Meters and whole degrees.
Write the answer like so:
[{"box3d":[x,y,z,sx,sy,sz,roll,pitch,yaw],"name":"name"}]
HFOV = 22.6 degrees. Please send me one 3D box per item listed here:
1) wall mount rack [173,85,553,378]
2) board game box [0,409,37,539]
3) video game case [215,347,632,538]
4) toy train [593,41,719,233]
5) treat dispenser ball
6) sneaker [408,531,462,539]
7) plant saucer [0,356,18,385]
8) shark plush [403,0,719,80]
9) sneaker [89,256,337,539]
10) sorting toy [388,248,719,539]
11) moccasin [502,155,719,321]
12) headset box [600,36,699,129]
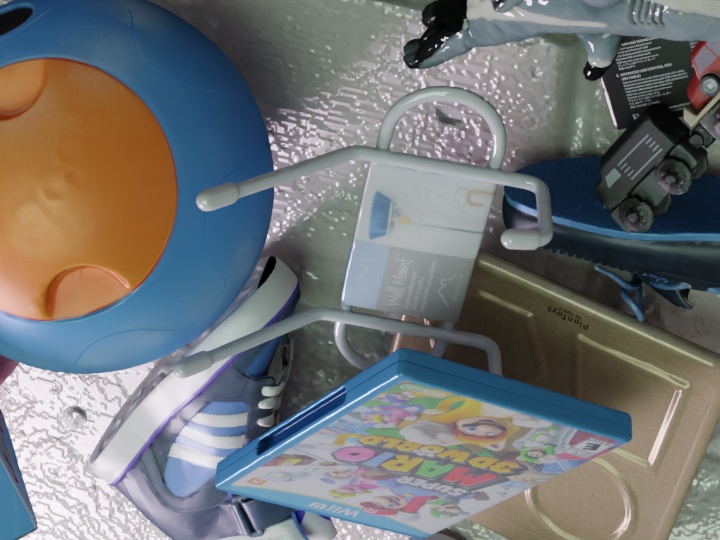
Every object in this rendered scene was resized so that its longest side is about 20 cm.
[{"box3d":[0.000,0.000,0.915,0.173,0.075,0.201,9,131,-5],"name":"wall mount rack"},{"box3d":[-0.254,0.038,0.987,0.056,0.196,0.201,-27,109,-9],"name":"board game box"},{"box3d":[0.029,0.098,0.972,0.143,0.018,0.200,17,150,-26],"name":"video game case"},{"box3d":[0.173,-0.093,0.818,0.046,0.034,0.200,45,125,6],"name":"toy train"},{"box3d":[-0.145,-0.047,0.951,0.200,0.201,0.202,9,120,16],"name":"treat dispenser ball"},{"box3d":[0.043,0.272,1.106,0.071,0.113,0.201,-1,117,21],"name":"sneaker"},{"box3d":[-0.287,-0.008,1.115,0.200,0.051,0.201,9,120,15],"name":"plant saucer"},{"box3d":[0.093,-0.112,0.813,0.199,0.091,0.083,-22,125,34],"name":"shark plush"},{"box3d":[-0.056,0.096,1.075,0.146,0.081,0.200,37,121,-11],"name":"sneaker"},{"box3d":[0.101,0.080,1.016,0.184,0.036,0.201,24,132,13],"name":"sorting toy"},{"box3d":[0.168,-0.007,0.928,0.199,0.081,0.068,12,130,17],"name":"moccasin"},{"box3d":[0.166,-0.181,0.835,0.148,0.077,0.201,-11,112,25],"name":"headset box"}]
